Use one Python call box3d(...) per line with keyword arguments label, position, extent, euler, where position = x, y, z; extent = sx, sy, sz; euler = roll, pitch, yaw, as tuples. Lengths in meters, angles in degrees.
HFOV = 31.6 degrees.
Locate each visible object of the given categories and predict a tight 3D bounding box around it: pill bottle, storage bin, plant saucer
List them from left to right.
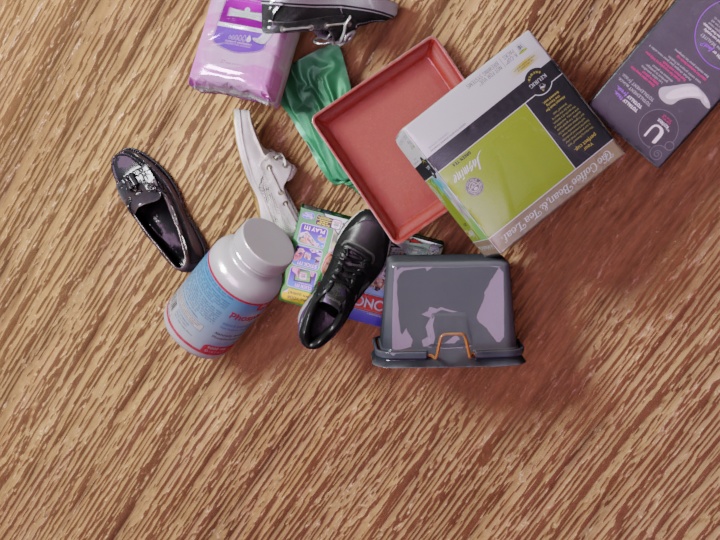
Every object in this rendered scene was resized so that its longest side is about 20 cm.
box3d(label="pill bottle", position=(-0.175, 0.022, 1.724), extent=(0.109, 0.109, 0.200), euler=(44, 125, 2))
box3d(label="plant saucer", position=(0.069, -0.169, 1.663), extent=(0.199, 0.037, 0.200), euler=(-35, 93, -5))
box3d(label="storage bin", position=(0.112, 0.050, 1.653), extent=(0.199, 0.146, 0.135), euler=(-2, 98, -1))

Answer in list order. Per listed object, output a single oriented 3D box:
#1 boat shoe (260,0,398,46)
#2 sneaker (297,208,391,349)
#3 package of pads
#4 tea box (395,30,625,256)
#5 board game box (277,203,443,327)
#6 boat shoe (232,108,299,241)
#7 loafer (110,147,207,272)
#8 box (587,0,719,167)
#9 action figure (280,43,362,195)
box3d(label="boat shoe", position=(-0.038, -0.321, 1.622), extent=(0.073, 0.199, 0.068), euler=(17, 108, 47))
box3d(label="sneaker", position=(-0.018, 0.018, 1.670), extent=(0.075, 0.088, 0.201), euler=(26, 103, -4))
box3d(label="package of pads", position=(-0.139, -0.318, 1.661), extent=(0.120, 0.076, 0.201), euler=(14, 83, 14))
box3d(label="tea box", position=(0.182, -0.153, 1.587), extent=(0.200, 0.134, 0.197), euler=(-38, 91, -3))
box3d(label="board game box", position=(0.000, 0.000, 1.726), extent=(0.199, 0.029, 0.135), euler=(14, 103, -1))
box3d(label="boat shoe", position=(-0.120, -0.131, 1.729), extent=(0.069, 0.071, 0.201), euler=(-17, 111, 4))
box3d(label="loafer", position=(-0.285, -0.085, 1.778), extent=(0.072, 0.063, 0.200), euler=(-34, 91, 17))
box3d(label="box", position=(0.390, -0.242, 1.564), extent=(0.122, 0.106, 0.200), euler=(42, 107, 5))
box3d(label="action figure", position=(-0.038, -0.190, 1.704), extent=(0.118, 0.055, 0.201), euler=(-25, 90, 15))
